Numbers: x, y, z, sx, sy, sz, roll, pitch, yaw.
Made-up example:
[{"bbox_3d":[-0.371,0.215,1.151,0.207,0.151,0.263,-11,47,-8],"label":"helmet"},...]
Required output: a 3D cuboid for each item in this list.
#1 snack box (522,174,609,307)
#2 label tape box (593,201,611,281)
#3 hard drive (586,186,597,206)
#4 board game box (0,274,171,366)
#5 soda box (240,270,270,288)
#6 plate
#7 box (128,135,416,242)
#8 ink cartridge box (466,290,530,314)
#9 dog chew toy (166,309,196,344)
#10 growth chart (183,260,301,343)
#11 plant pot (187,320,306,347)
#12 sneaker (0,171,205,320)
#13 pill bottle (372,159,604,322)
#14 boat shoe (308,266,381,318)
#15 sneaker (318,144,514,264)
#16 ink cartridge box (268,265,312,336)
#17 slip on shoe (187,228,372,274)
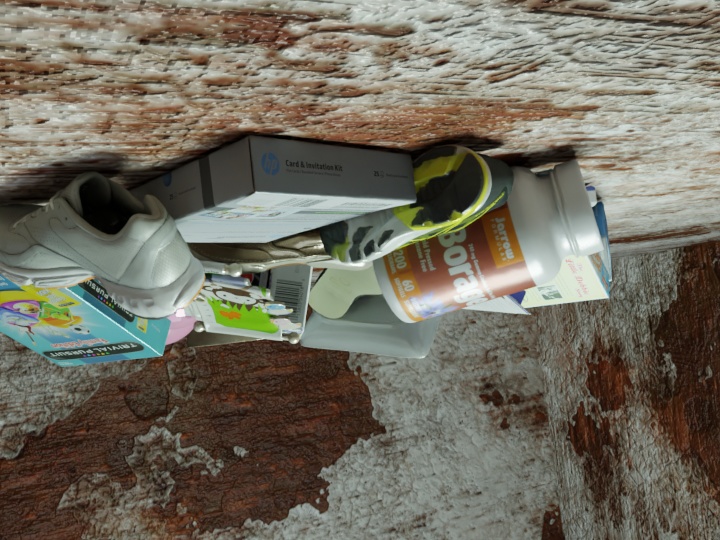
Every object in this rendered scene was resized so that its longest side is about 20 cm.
[{"bbox_3d":[0.196,-0.025,0.816,0.115,0.037,0.200,-9,144,30],"label":"snack box"},{"bbox_3d":[0.229,-0.028,0.974,0.197,0.067,0.143,-10,-161,20],"label":"label tape box"},{"bbox_3d":[0.166,-0.071,0.889,0.197,0.026,0.132,-7,177,-6],"label":"hard drive"},{"bbox_3d":[-0.322,0.036,0.767,0.149,0.047,0.200,-8,146,22],"label":"board game box"},{"bbox_3d":[-0.148,0.009,0.973,0.062,0.072,0.200,9,180,-3],"label":"soda box"},{"bbox_3d":[0.027,0.024,1.003,0.198,0.201,0.032,2,140,31],"label":"plate"},{"bbox_3d":[-0.079,-0.056,0.575,0.155,0.042,0.199,-2,173,-43],"label":"box"},{"bbox_3d":[0.127,0.008,0.848,0.094,0.037,0.200,40,173,-10],"label":"ink cartridge box"},{"bbox_3d":[-0.233,0.019,0.875,0.123,0.126,0.199,-4,168,-32],"label":"dog chew toy"},{"bbox_3d":[-0.144,0.032,0.758,0.143,0.018,0.200,3,155,14],"label":"growth chart"},{"bbox_3d":[-0.191,0.048,1.199,0.197,0.136,0.200,-7,177,0],"label":"plant pot"},{"bbox_3d":[-0.205,-0.036,0.529,0.198,0.093,0.076,11,-137,21],"label":"sneaker"},{"bbox_3d":[0.116,-0.030,0.678,0.198,0.114,0.112,-18,173,19],"label":"pill bottle"},{"bbox_3d":[-0.002,-0.002,0.906,0.073,0.063,0.201,39,148,-9],"label":"boat shoe"},{"bbox_3d":[0.044,-0.050,0.619,0.084,0.076,0.199,-4,175,-44],"label":"sneaker"},{"bbox_3d":[-0.092,0.028,0.928,0.050,0.111,0.200,8,169,-6],"label":"ink cartridge box"},{"bbox_3d":[-0.076,-0.039,0.727,0.197,0.077,0.061,3,133,-5],"label":"slip on shoe"}]
